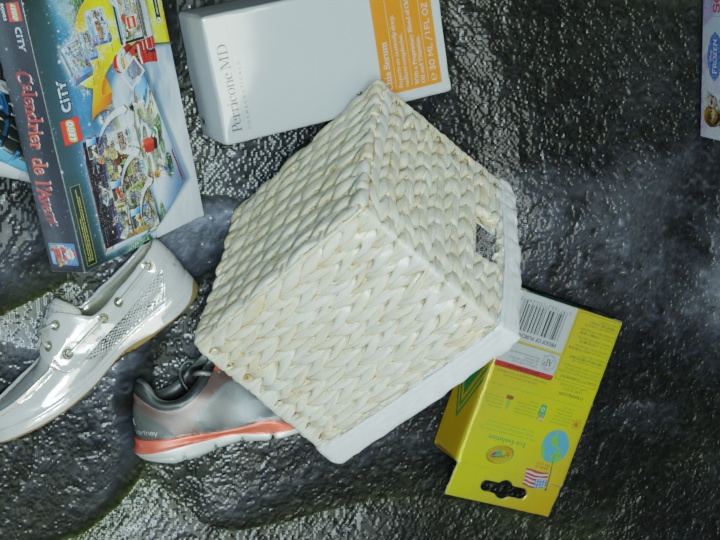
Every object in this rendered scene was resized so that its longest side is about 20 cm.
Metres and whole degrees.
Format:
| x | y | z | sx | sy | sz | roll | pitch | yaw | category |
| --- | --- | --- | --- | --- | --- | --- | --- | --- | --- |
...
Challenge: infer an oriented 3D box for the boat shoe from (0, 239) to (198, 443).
| x | y | z | sx | sy | sz | roll | pitch | yaw | category |
| --- | --- | --- | --- | --- | --- | --- | --- | --- | --- |
| -0.222 | 0.050 | 0.977 | 0.200 | 0.071 | 0.070 | -42 | 115 | -18 | boat shoe |

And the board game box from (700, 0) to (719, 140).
| x | y | z | sx | sy | sz | roll | pitch | yaw | category |
| --- | --- | --- | --- | --- | --- | --- | --- | --- | --- |
| 0.420 | -0.236 | 1.203 | 0.198 | 0.041 | 0.202 | -8 | 106 | -22 | board game box |

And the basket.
| x | y | z | sx | sy | sz | roll | pitch | yaw | category |
| --- | --- | --- | --- | --- | --- | --- | --- | --- | --- |
| 0.000 | 0.000 | 0.960 | 0.161 | 0.199 | 0.200 | 38 | 122 | -21 | basket |

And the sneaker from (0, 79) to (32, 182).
| x | y | z | sx | sy | sz | roll | pitch | yaw | category |
| --- | --- | --- | --- | --- | --- | --- | --- | --- | --- |
| -0.309 | -0.101 | 0.908 | 0.199 | 0.075 | 0.087 | 24 | 126 | -34 | sneaker |

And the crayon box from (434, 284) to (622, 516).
| x | y | z | sx | sy | sz | roll | pitch | yaw | category |
| --- | --- | --- | --- | --- | --- | --- | --- | --- | --- |
| 0.151 | 0.119 | 1.168 | 0.126 | 0.051 | 0.201 | 18 | 95 | -26 | crayon box |

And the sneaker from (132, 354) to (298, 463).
| x | y | z | sx | sy | sz | roll | pitch | yaw | category |
| --- | --- | --- | --- | --- | --- | --- | --- | --- | --- |
| -0.096 | 0.097 | 1.042 | 0.199 | 0.077 | 0.083 | -15 | 103 | -21 | sneaker |

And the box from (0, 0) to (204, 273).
| x | y | z | sx | sy | sz | roll | pitch | yaw | category |
| --- | --- | --- | --- | --- | --- | --- | --- | --- | --- |
| -0.191 | -0.115 | 0.927 | 0.136 | 0.037 | 0.202 | -31 | 118 | -50 | box |

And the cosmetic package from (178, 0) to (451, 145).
| x | y | z | sx | sy | sz | roll | pitch | yaw | category |
| --- | --- | --- | --- | --- | --- | --- | --- | --- | --- |
| -0.034 | -0.175 | 1.000 | 0.199 | 0.071 | 0.102 | -17 | 110 | -19 | cosmetic package |
